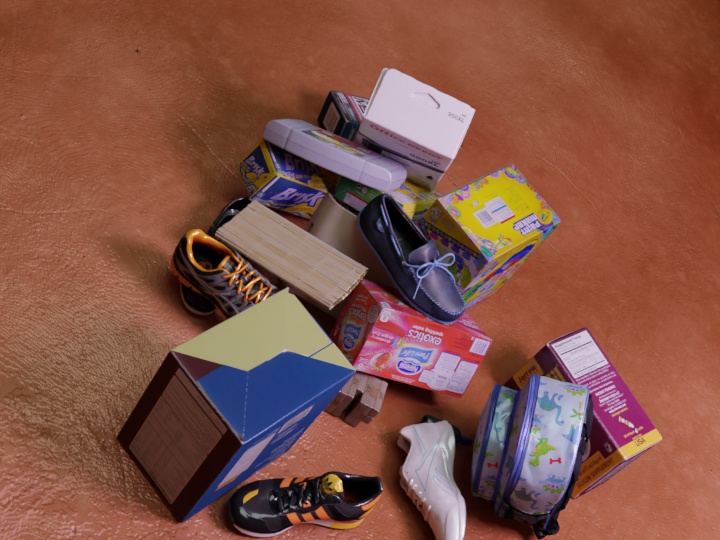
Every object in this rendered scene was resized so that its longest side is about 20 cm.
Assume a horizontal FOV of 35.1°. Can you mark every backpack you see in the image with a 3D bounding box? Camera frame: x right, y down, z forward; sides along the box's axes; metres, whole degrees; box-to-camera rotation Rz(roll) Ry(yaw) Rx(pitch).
[{"bbox_3d":[0.226,0.236,1.527,0.145,0.201,0.185,15,63,4],"label":"backpack"}]

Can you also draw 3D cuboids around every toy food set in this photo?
[{"bbox_3d":[0.000,0.000,1.636,0.199,0.144,0.060,30,15,-9],"label":"toy food set"}]

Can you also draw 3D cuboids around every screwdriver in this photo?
[{"bbox_3d":[0.171,0.251,1.623,0.198,0.028,0.029,23,74,-19],"label":"screwdriver"}]

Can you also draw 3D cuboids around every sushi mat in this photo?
[{"bbox_3d":[-0.094,-0.024,1.555,0.199,0.012,0.096,31,46,14],"label":"sushi mat"}]

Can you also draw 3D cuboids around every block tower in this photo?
[{"bbox_3d":[-0.065,0.139,1.533,0.199,0.054,0.058,30,43,-9],"label":"block tower"}]

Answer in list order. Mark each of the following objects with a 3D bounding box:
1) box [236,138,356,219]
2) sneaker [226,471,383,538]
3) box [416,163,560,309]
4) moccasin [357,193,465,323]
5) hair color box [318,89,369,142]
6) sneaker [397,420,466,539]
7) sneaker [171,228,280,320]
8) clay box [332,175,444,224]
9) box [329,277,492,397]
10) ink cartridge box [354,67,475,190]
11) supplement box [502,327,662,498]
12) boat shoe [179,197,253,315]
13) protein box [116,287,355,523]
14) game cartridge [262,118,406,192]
[{"bbox_3d":[-0.086,-0.127,1.686,0.199,0.064,0.071,15,45,-49],"label":"box"},{"bbox_3d":[-0.064,0.275,1.395,0.198,0.090,0.071,5,53,-31],"label":"sneaker"},{"bbox_3d":[0.164,-0.034,1.728,0.199,0.193,0.122,-27,72,-43],"label":"box"},{"bbox_3d":[0.072,-0.016,1.540,0.200,0.068,0.080,47,45,4],"label":"moccasin"},{"bbox_3d":[0.039,-0.231,1.886,0.198,0.061,0.100,9,35,-29],"label":"hair color box"},{"bbox_3d":[0.092,0.293,1.513,0.079,0.071,0.202,2,50,-13],"label":"sneaker"},{"bbox_3d":[-0.162,0.018,1.482,0.199,0.077,0.079,31,59,6],"label":"sneaker"},{"bbox_3d":[0.056,-0.109,1.720,0.114,0.048,0.199,31,17,22],"label":"clay box"},{"bbox_3d":[0.070,0.095,1.590,0.198,0.101,0.096,17,17,-31],"label":"box"},{"bbox_3d":[0.072,-0.202,1.663,0.143,0.200,0.085,24,80,-1],"label":"ink cartridge box"},{"bbox_3d":[0.325,0.209,1.683,0.102,0.131,0.201,-15,64,-40],"label":"supplement box"},{"bbox_3d":[-0.193,-0.024,1.577,0.073,0.063,0.202,31,45,-10],"label":"boat shoe"},{"bbox_3d":[-0.149,0.159,1.353,0.135,0.200,0.198,50,44,12],"label":"protein box"},{"bbox_3d":[-0.036,-0.167,1.627,0.198,0.041,0.133,24,17,8],"label":"game cartridge"}]
